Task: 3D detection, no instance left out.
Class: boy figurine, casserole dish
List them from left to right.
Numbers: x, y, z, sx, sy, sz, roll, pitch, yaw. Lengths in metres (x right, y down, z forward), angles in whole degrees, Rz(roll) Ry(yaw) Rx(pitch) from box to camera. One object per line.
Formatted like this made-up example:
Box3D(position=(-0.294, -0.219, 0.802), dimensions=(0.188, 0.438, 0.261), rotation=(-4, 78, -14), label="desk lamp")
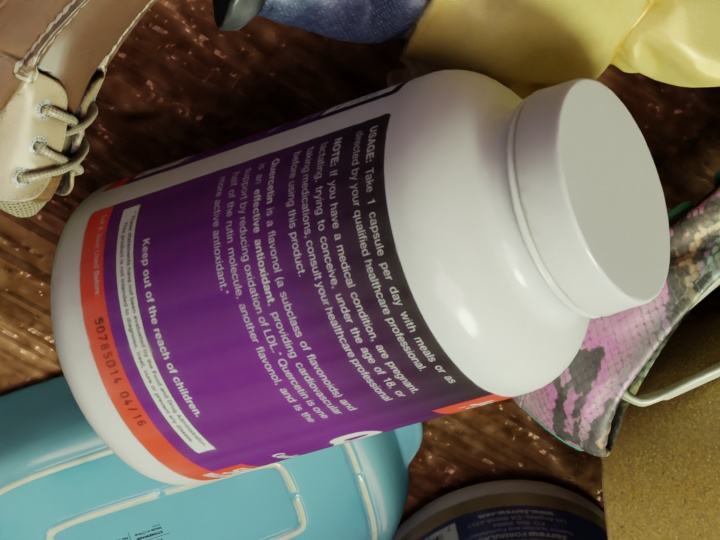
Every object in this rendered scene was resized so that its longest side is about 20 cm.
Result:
Box3D(position=(-0.072, 0.090, 1.091), dimensions=(0.200, 0.039, 0.121), rotation=(-16, 122, 4), label="casserole dish")
Box3D(position=(0.054, -0.106, 0.964), dimensions=(0.200, 0.065, 0.124), rotation=(7, 132, -13), label="boy figurine")

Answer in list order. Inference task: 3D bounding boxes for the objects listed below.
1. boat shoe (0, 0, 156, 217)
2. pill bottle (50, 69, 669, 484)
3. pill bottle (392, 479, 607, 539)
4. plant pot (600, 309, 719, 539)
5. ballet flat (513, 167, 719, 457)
Box3D(position=(-0.120, -0.053, 0.960), dimensions=(0.200, 0.076, 0.072), rotation=(-40, 76, 25), label="boat shoe")
Box3D(position=(0.000, 0.000, 0.966), dimensions=(0.200, 0.113, 0.113), rotation=(-17, 126, 29), label="pill bottle")
Box3D(position=(0.067, 0.179, 1.068), dimensions=(0.111, 0.200, 0.111), rotation=(-3, 123, -5), label="pill bottle")
Box3D(position=(0.193, 0.073, 1.045), dimensions=(0.200, 0.187, 0.187), rotation=(-5, 124, 11), label="plant pot")
Box3D(position=(0.138, -0.011, 1.000), dimensions=(0.200, 0.069, 0.071), rotation=(-43, 81, 3), label="ballet flat")
